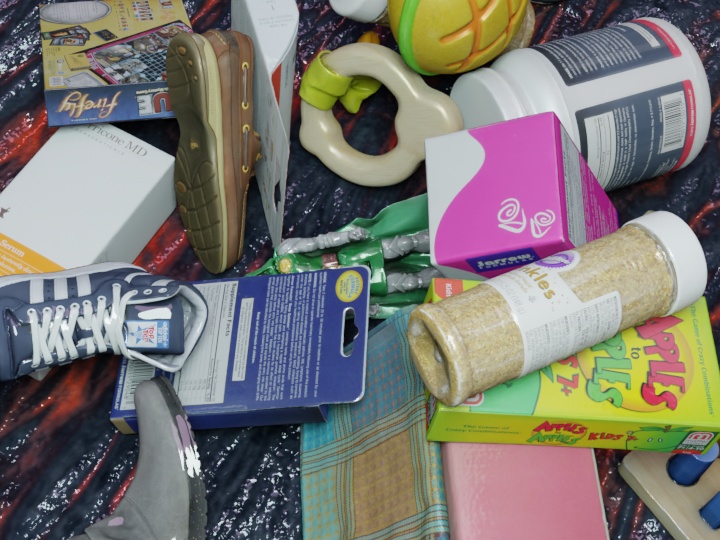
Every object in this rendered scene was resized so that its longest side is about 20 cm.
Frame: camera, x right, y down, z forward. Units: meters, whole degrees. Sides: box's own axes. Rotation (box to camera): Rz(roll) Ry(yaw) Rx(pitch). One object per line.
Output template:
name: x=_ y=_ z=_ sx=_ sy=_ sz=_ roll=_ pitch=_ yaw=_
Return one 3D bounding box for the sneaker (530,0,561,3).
sneaker: x=0.122 y=-0.309 z=1.213 sx=0.198 sy=0.083 sz=0.073 roll=3 pitch=96 yaw=-30

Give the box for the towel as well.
towel: x=0.004 y=0.139 z=0.877 sx=0.022 sy=0.146 sz=0.202 roll=22 pitch=50 yaw=-35

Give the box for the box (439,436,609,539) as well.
box: x=0.101 y=0.137 z=0.891 sx=0.107 sy=0.128 sz=0.202 roll=1 pitch=57 yaw=-8

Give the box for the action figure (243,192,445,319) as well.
action figure: x=0.000 y=0.000 z=0.994 sx=0.197 sy=0.055 sz=0.120 roll=-9 pitch=91 yaw=1

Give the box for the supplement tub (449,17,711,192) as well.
supplement tub: x=0.191 y=-0.135 z=1.070 sx=0.198 sy=0.141 sz=0.141 roll=-16 pitch=61 yaw=-18

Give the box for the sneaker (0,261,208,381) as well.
sneaker: x=-0.196 y=0.042 z=0.856 sx=0.108 sy=0.071 sz=0.199 roll=15 pitch=22 yaw=35

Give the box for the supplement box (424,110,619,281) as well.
supplement box: x=0.130 y=-0.027 z=0.924 sx=0.100 sy=0.200 sz=0.105 roll=-10 pitch=66 yaw=23

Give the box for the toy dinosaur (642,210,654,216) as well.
toy dinosaur: x=0.202 y=0.018 z=1.035 sx=0.087 sy=0.048 sz=0.202 roll=18 pitch=54 yaw=-4

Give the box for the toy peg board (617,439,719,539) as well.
toy peg board: x=0.343 y=0.157 z=0.933 sx=0.198 sy=0.098 sz=0.200 roll=-30 pitch=66 yaw=-24

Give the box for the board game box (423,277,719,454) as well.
board game box: x=0.144 y=0.066 z=0.838 sx=0.197 sy=0.048 sz=0.103 roll=4 pitch=57 yaw=-7

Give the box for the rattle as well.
rattle: x=0.054 y=-0.134 z=1.078 sx=0.198 sy=0.132 sz=0.143 roll=15 pitch=13 yaw=20

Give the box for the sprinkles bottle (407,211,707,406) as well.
sprinkles bottle: x=0.130 y=0.023 z=0.793 sx=0.198 sy=0.069 sz=0.069 roll=-21 pitch=62 yaw=-21

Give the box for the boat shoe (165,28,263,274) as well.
boat shoe: x=-0.108 y=-0.094 z=0.979 sx=0.067 sy=0.202 sz=0.072 roll=-18 pitch=30 yaw=-33

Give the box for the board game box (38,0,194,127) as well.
board game box: x=-0.209 y=-0.186 z=1.059 sx=0.134 sy=0.035 sz=0.201 roll=-6 pitch=33 yaw=-12

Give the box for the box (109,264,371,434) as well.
box: x=-0.087 y=0.060 z=0.934 sx=0.197 sy=0.033 sz=0.122 roll=-5 pitch=56 yaw=14

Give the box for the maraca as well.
maraca: x=0.093 y=-0.228 z=1.016 sx=0.107 sy=0.138 sz=0.199 roll=36 pitch=28 yaw=22

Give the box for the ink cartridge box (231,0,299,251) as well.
ink cartridge box: x=-0.068 y=-0.136 z=1.019 sx=0.056 sy=0.163 sz=0.202 roll=-13 pitch=59 yaw=-15

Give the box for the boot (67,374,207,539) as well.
boot: x=-0.170 y=0.178 z=0.839 sx=0.130 sy=0.070 sz=0.202 roll=-10 pitch=74 yaw=-14

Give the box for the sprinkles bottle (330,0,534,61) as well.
sprinkles bottle: x=0.067 y=-0.243 z=1.108 sx=0.198 sy=0.068 sz=0.069 roll=8 pitch=51 yaw=-37

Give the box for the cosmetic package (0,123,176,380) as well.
cosmetic package: x=-0.242 y=-0.025 z=0.979 sx=0.101 sy=0.072 sz=0.201 roll=26 pitch=57 yaw=9
